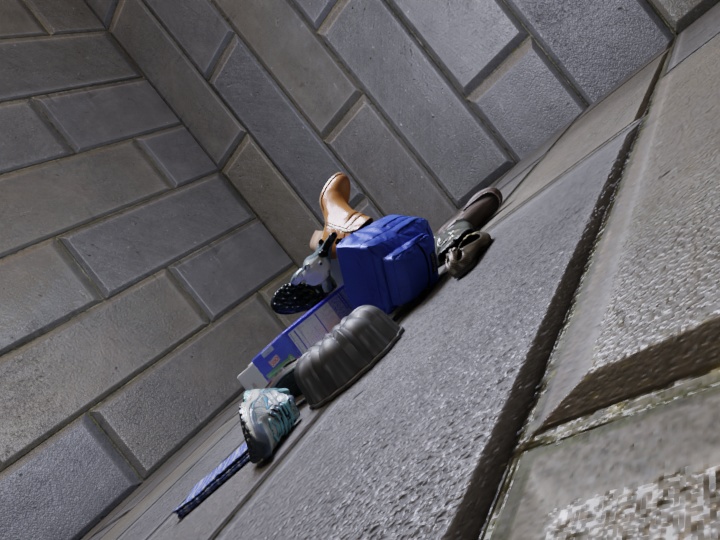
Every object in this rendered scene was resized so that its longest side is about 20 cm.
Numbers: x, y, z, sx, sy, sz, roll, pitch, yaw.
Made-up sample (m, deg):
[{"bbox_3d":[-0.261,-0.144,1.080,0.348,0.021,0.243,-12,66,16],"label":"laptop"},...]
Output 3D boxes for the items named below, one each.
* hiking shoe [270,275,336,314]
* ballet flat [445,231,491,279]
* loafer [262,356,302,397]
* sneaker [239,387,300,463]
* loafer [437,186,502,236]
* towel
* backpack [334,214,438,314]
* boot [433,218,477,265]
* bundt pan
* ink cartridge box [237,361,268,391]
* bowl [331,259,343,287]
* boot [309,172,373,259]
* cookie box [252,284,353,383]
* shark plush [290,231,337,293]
[{"bbox_3d":[-0.132,0.068,1.217,0.199,0.075,0.087,-20,-23,-53],"label":"hiking shoe"},{"bbox_3d":[0.192,-0.040,0.982,0.067,0.046,0.200,-39,1,32],"label":"ballet flat"},{"bbox_3d":[-0.141,0.208,1.009,0.200,0.072,0.063,-46,38,18],"label":"loafer"},{"bbox_3d":[-0.136,0.221,0.828,0.085,0.079,0.200,-12,10,-8],"label":"sneaker"},{"bbox_3d":[0.284,-0.128,1.385,0.200,0.073,0.071,-45,9,20],"label":"loafer"},{"bbox_3d":[-0.225,0.329,0.935,0.200,0.024,0.145,-40,0,-5],"label":"towel"},{"bbox_3d":[0.076,-0.015,1.083,0.167,0.164,0.199,11,32,37],"label":"backpack"},{"bbox_3d":[0.184,-0.044,1.258,0.200,0.068,0.131,-41,6,18],"label":"boot"},{"bbox_3d":[-0.028,0.129,0.881,0.201,0.076,0.202,-40,0,0],"label":"bundt pan"},{"bbox_3d":[-0.184,0.229,1.277,0.200,0.117,0.067,-39,1,-21],"label":"ink cartridge box"},{"bbox_3d":[0.000,0.000,1.266,0.199,0.201,0.075,13,51,40],"label":"bowl"},{"bbox_3d":[-0.027,-0.119,1.180,0.154,0.073,0.202,7,81,51],"label":"boot"},{"bbox_3d":[-0.115,0.138,1.161,0.200,0.075,0.171,-38,-1,-42],"label":"cookie box"},{"bbox_3d":[-0.095,-0.028,1.126,0.201,0.090,0.084,105,173,-62],"label":"shark plush"}]
